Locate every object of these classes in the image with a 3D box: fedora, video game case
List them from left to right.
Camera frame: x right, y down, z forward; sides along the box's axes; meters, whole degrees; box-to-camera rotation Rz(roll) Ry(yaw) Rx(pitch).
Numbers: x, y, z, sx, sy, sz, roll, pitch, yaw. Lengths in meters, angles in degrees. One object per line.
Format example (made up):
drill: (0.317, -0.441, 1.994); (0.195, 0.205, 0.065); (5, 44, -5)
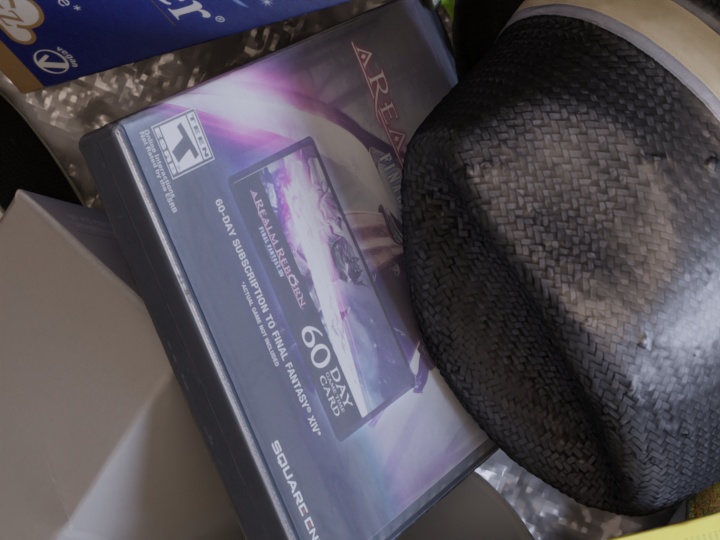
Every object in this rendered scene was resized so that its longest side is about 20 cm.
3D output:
video game case: (0.000, 0.000, 0.749); (0.019, 0.200, 0.144); (-19, 97, 32)
fedora: (0.074, 0.000, 0.729); (0.091, 0.200, 0.201); (-37, 96, -27)

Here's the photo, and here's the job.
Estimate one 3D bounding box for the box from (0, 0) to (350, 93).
box: (-0.056, -0.119, 0.709); (0.199, 0.033, 0.121); (-13, 138, 30)

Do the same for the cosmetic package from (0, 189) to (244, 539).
cosmetic package: (-0.103, 0.083, 0.757); (0.090, 0.107, 0.201); (37, 99, 27)

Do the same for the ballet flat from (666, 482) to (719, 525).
ballet flat: (0.118, 0.139, 0.826); (0.070, 0.071, 0.202); (-3, 95, -4)

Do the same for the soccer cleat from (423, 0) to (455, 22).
soccer cleat: (0.106, -0.076, 0.817); (0.199, 0.065, 0.084); (33, 66, -3)

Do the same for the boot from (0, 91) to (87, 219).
boot: (-0.189, -0.019, 0.796); (0.200, 0.073, 0.144); (43, 107, -15)

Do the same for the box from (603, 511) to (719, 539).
box: (0.015, 0.118, 0.716); (0.199, 0.075, 0.050); (-11, 78, -14)

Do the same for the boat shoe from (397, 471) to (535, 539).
boat shoe: (0.060, 0.153, 0.801); (0.073, 0.068, 0.200); (-37, 59, 6)
